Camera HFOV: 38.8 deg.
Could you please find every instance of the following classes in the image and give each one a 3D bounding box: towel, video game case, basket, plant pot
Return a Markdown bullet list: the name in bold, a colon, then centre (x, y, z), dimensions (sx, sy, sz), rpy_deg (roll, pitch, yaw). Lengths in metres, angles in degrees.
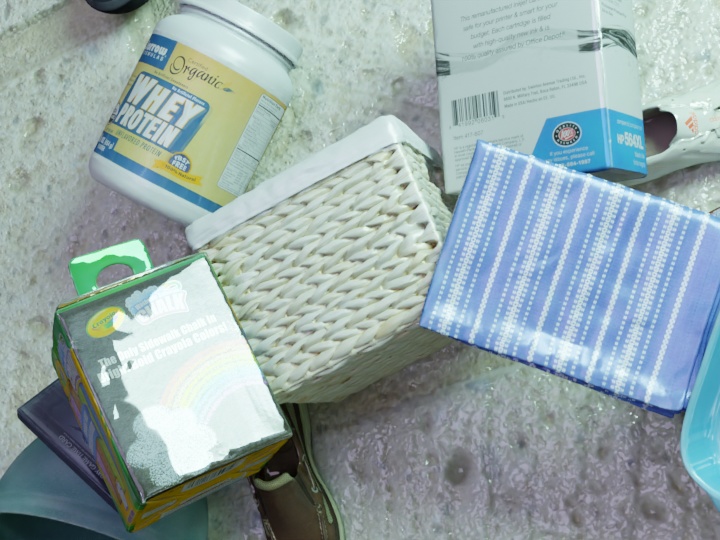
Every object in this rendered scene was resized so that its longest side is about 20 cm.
- **towel**: centre (0.154, 0.005, 0.718), dimensions (0.199, 0.024, 0.146), rpy_deg (19, 88, 5)
- **video game case**: centre (-0.167, 0.106, 0.875), dimensions (0.143, 0.019, 0.200), rpy_deg (37, 52, 17)
- **basket**: centre (0.000, 0.000, 0.858), dimensions (0.199, 0.198, 0.161), rpy_deg (-29, 76, 12)
- **plant pot**: centre (-0.222, 0.198, 0.918), dimensions (0.199, 0.201, 0.135), rpy_deg (1, 54, 20)

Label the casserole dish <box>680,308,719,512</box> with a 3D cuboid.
- **casserole dish**: centre (0.284, 0.076, 0.660), dimensions (0.121, 0.039, 0.201), rpy_deg (27, 113, 38)

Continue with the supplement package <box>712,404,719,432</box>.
- **supplement package**: centre (0.355, 0.073, 0.752), dimensions (0.199, 0.120, 0.122), rpy_deg (-27, 73, 13)

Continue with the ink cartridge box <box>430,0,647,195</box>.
- **ink cartridge box**: centre (0.140, -0.166, 0.813), dimensions (0.145, 0.084, 0.201), rpy_deg (-6, 86, 37)

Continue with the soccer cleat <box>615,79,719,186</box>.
- **soccer cleat**: centre (0.282, -0.121, 0.837), dimensions (0.199, 0.078, 0.070), rpy_deg (-22, 74, 15)

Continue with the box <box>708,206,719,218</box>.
- **box**: centre (0.329, -0.034, 0.773), dimensions (0.199, 0.137, 0.039), rpy_deg (-29, 104, 13)

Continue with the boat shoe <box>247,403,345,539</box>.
- **boat shoe**: centre (-0.071, 0.195, 0.910), dimensions (0.074, 0.075, 0.203), rpy_deg (-23, 73, 15)

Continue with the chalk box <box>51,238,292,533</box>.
- **chalk box**: centre (-0.158, 0.075, 0.781), dimensions (0.124, 0.124, 0.201), rpy_deg (-21, 74, -24)

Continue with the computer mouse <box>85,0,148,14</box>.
- **computer mouse**: centre (-0.238, -0.350, 1.087), dimensions (0.138, 0.053, 0.201), rpy_deg (-5, 67, 21)

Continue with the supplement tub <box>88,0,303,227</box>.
- **supplement tub**: centre (-0.152, -0.148, 0.964), dimensions (0.144, 0.145, 0.201), rpy_deg (27, 90, 22)
